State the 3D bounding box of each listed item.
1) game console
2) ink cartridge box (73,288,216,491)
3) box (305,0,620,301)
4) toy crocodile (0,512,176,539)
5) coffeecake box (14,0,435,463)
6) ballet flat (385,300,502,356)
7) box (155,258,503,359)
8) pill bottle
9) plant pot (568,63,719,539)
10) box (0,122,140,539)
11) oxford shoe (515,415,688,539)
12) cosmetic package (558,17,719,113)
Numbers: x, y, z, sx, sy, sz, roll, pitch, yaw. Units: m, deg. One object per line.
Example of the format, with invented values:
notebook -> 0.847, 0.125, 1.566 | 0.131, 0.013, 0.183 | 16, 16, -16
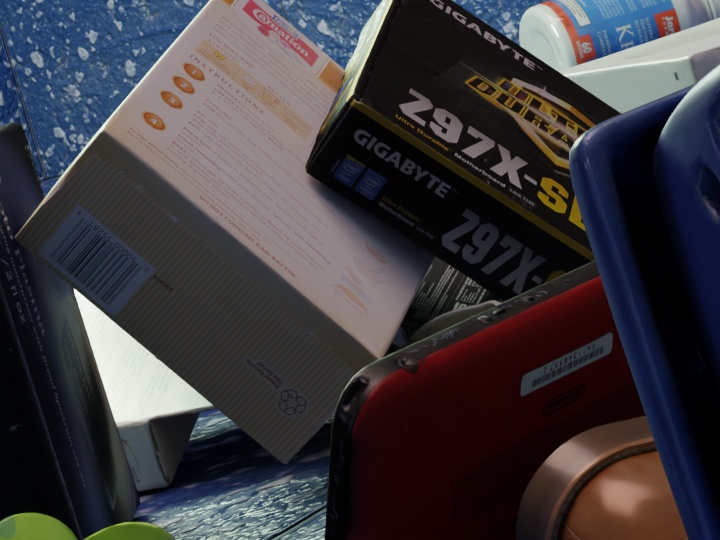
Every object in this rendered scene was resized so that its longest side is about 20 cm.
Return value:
game console -> 0.022, 0.068, 0.996 | 0.119, 0.173, 0.200 | 24, 32, 36
ink cartridge box -> -0.090, 0.051, 1.477 | 0.173, 0.044, 0.200 | -9, 22, 13
box -> 0.080, -0.042, 1.294 | 0.049, 0.200, 0.160 | -54, 7, 29
toy crocodile -> -0.152, 0.144, 1.022 | 0.200, 0.062, 0.068 | -22, -31, -25
coffeecake box -> -0.046, -0.028, 1.260 | 0.073, 0.153, 0.200 | -47, 6, 28
ballet flat -> 0.066, 0.043, 1.200 | 0.200, 0.067, 0.068 | -8, -26, 44
box -> 0.000, 0.000, 1.432 | 0.157, 0.050, 0.200 | 10, 25, 11
pill bottle -> 0.270, -0.238, 2.813 | 0.200, 0.112, 0.112 | -19, 8, -18
plant pot -> 0.184, 0.007, 0.784 | 0.200, 0.200, 0.180 | -21, 3, -31
box -> -0.187, 0.048, 1.250 | 0.123, 0.200, 0.198 | -16, 7, 2
oxford shoe -> 0.149, 0.073, 0.931 | 0.200, 0.071, 0.071 | -21, 36, -33
cosmetic package -> 0.241, -0.091, 1.685 | 0.200, 0.123, 0.199 | -21, 8, -24
